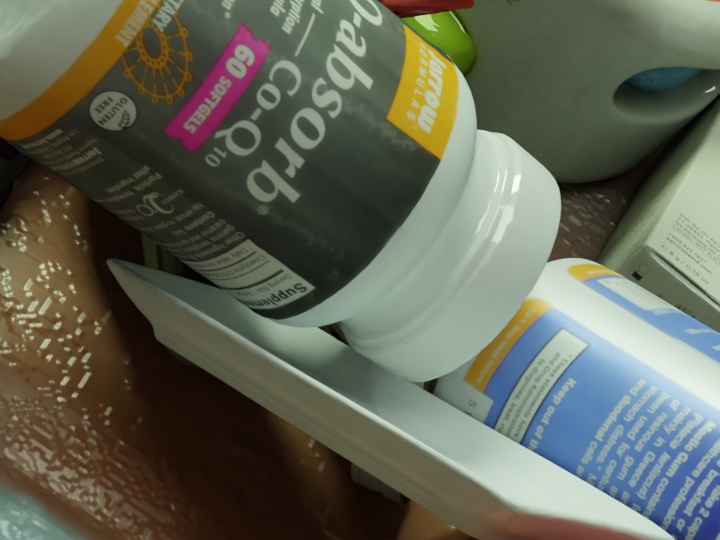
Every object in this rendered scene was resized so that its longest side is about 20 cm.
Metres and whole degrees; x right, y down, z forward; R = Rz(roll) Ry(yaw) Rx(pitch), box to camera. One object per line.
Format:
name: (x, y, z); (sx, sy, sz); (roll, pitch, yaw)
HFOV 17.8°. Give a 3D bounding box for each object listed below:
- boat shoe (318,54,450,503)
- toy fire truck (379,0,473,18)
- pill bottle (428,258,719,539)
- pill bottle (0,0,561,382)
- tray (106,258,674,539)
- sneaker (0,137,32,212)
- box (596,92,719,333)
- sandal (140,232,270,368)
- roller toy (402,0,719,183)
boat shoe: (0.000, 0.000, 0.925); (0.069, 0.071, 0.200); (4, 57, -1)
toy fire truck: (0.038, -0.127, 0.892); (0.200, 0.141, 0.049); (-7, 92, -51)
pill bottle: (0.128, 0.086, 0.837); (0.112, 0.112, 0.200); (-16, 39, -43)
pill bottle: (-0.032, -0.052, 0.798); (0.200, 0.116, 0.117); (35, 41, -25)
tray: (0.005, 0.051, 0.795); (0.200, 0.022, 0.107); (29, 5, 37)
sneaker: (-0.124, -0.090, 0.883); (0.074, 0.088, 0.200); (30, 43, -12)
box: (0.162, -0.022, 1.045); (0.068, 0.082, 0.200); (39, 43, -2)
sandal: (-0.075, -0.061, 0.899); (0.080, 0.057, 0.202); (13, 72, -48)
roller toy: (0.102, -0.148, 1.054); (0.182, 0.140, 0.200); (31, 45, -16)
